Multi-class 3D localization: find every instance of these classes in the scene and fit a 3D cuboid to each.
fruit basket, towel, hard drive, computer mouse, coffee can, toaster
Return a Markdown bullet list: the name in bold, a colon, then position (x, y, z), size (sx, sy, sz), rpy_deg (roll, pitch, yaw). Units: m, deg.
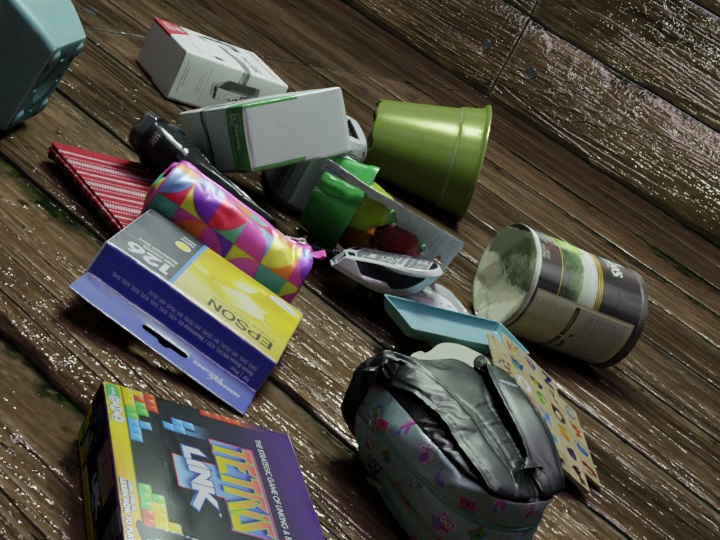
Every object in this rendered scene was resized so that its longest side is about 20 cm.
- **fruit basket**: position (0.027, -0.059, 1.506), size (0.198, 0.095, 0.185), rpy_deg (25, -22, -3)
- **towel**: position (-0.255, -0.075, 1.335), size (0.144, 0.023, 0.200), rpy_deg (10, 29, -50)
- **hard drive**: position (0.093, 0.070, 1.453), size (0.138, 0.038, 0.200), rpy_deg (17, 21, -34)
- **computer mouse**: position (0.000, 0.000, 1.420), size (0.197, 0.045, 0.110), rpy_deg (12, 13, 12)
- **coffee can**: position (0.275, 0.037, 1.635), size (0.198, 0.148, 0.147), rpy_deg (20, 20, -26)
- **toaster**: position (-0.062, -0.153, 1.656), size (0.112, 0.130, 0.201), rpy_deg (22, 20, -17)

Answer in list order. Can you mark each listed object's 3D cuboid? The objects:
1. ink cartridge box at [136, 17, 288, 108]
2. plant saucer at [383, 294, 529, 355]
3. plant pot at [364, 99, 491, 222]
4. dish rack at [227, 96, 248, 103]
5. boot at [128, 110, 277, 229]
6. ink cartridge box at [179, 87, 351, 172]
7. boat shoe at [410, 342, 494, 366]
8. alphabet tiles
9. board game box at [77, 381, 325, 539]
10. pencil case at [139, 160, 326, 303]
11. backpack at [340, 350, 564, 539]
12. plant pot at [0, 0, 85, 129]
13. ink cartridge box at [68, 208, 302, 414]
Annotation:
- **ink cartridge box**: position (-0.236, -0.314, 1.889), size (0.198, 0.084, 0.147), rpy_deg (13, 23, -39)
- **plant saucer**: position (0.112, 0.070, 1.392), size (0.198, 0.019, 0.070), rpy_deg (13, 25, -39)
- **plant pot**: position (0.103, -0.203, 1.991), size (0.187, 0.203, 0.200), rpy_deg (14, 19, -2)
- **dish rack**: position (-0.117, -0.198, 1.818), size (0.198, 0.055, 0.154), rpy_deg (19, 19, -24)
- **boot**: position (-0.177, -0.097, 1.428), size (0.199, 0.066, 0.165), rpy_deg (38, 2, 8)
- **ink cartridge box**: position (-0.125, -0.176, 1.502), size (0.145, 0.084, 0.199), rpy_deg (-16, 12, -30)
- **boat shoe**: position (0.095, 0.122, 1.280), size (0.072, 0.061, 0.201), rpy_deg (29, 13, 24)
- **alphabet tiles**: position (0.205, 0.157, 1.332), size (0.166, 0.006, 0.201), rpy_deg (42, 21, -25)
- **board game box**: position (-0.111, 0.174, 0.842), size (0.163, 0.057, 0.201), rpy_deg (19, 21, -26)
- **pencil case**: position (-0.140, -0.038, 1.275), size (0.199, 0.089, 0.089), rpy_deg (33, 17, -13)
- **backpack**: position (0.086, 0.168, 1.043), size (0.165, 0.128, 0.200), rpy_deg (1, 33, -34)
- **plant pot**: position (-0.431, -0.271, 1.338), size (0.199, 0.197, 0.196), rpy_deg (37, 17, -7)
- **ink cartridge box**: position (-0.159, 0.030, 1.138), size (0.197, 0.047, 0.200), rpy_deg (36, 15, -4)
